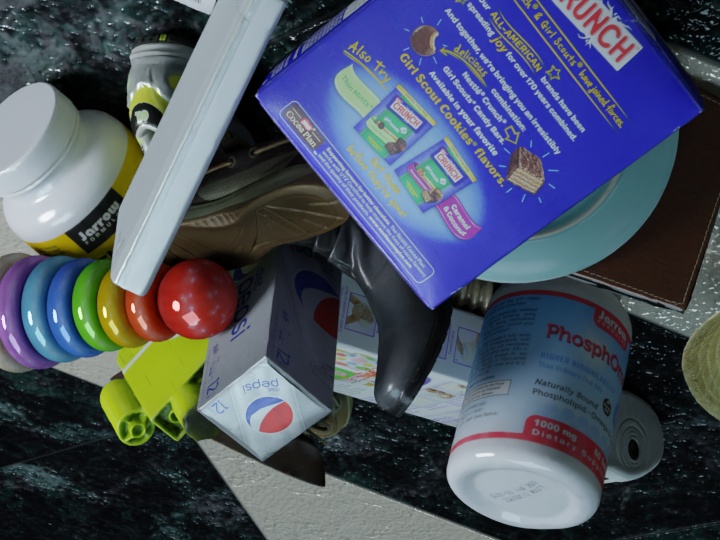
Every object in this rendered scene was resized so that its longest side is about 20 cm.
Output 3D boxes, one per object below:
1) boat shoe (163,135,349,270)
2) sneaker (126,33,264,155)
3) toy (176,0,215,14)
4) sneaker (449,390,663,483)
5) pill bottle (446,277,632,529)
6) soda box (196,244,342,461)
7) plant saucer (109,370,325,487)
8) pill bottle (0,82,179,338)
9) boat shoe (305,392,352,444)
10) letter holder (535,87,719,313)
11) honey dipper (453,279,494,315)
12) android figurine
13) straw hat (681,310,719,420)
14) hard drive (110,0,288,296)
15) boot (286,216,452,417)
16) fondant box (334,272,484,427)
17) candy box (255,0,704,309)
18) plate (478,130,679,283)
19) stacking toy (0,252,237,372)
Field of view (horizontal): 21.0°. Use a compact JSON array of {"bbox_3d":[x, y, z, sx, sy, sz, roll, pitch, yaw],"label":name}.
[{"bbox_3d":[-0.082,-0.053,1.293,0.199,0.072,0.072,-18,143,42],"label":"boat shoe"},{"bbox_3d":[-0.117,-0.079,1.375,0.075,0.077,0.200,-3,146,26],"label":"sneaker"},{"bbox_3d":[-0.121,-0.235,1.159,0.115,0.047,0.200,24,153,-4],"label":"toy"},{"bbox_3d":[0.146,0.140,1.549,0.111,0.074,0.199,-14,171,41],"label":"sneaker"},{"bbox_3d":[0.133,0.073,1.378,0.108,0.201,0.109,12,149,7],"label":"pill bottle"},{"bbox_3d":[-0.058,0.035,1.336,0.068,0.200,0.063,-38,115,24],"label":"soda box"},{"bbox_3d":[-0.112,0.122,1.611,0.199,0.032,0.200,27,177,1],"label":"plant saucer"},{"bbox_3d":[-0.189,-0.045,1.428,0.112,0.113,0.200,-11,139,38],"label":"pill bottle"},{"bbox_3d":[-0.059,0.092,1.629,0.073,0.063,0.200,2,146,21],"label":"boat shoe"},{"bbox_3d":[0.132,-0.072,1.267,0.199,0.143,0.101,18,180,-2],"label":"letter holder"},{"bbox_3d":[0.000,0.000,1.448,0.199,0.038,0.038,9,150,-9],"label":"honey dipper"},{"bbox_3d":[-0.128,0.051,1.494,0.041,0.182,0.200,41,-176,-31],"label":"android figurine"},{"bbox_3d":[0.324,0.035,1.342,0.200,0.085,0.202,8,144,6],"label":"straw hat"},{"bbox_3d":[-0.099,-0.097,1.193,0.026,0.132,0.201,24,109,-13],"label":"hard drive"},{"bbox_3d":[-0.004,-0.004,1.326,0.131,0.201,0.070,20,145,-13],"label":"boot"},{"bbox_3d":[0.032,0.064,1.490,0.199,0.059,0.144,17,163,-25],"label":"fondant box"},{"bbox_3d":[0.070,-0.105,1.123,0.200,0.077,0.169,-36,104,16],"label":"candy box"},{"bbox_3d":[0.096,-0.087,1.187,0.199,0.201,0.026,17,-167,-1],"label":"plate"},{"bbox_3d":[-0.169,0.026,1.338,0.199,0.086,0.085,-3,144,33],"label":"stacking toy"}]
